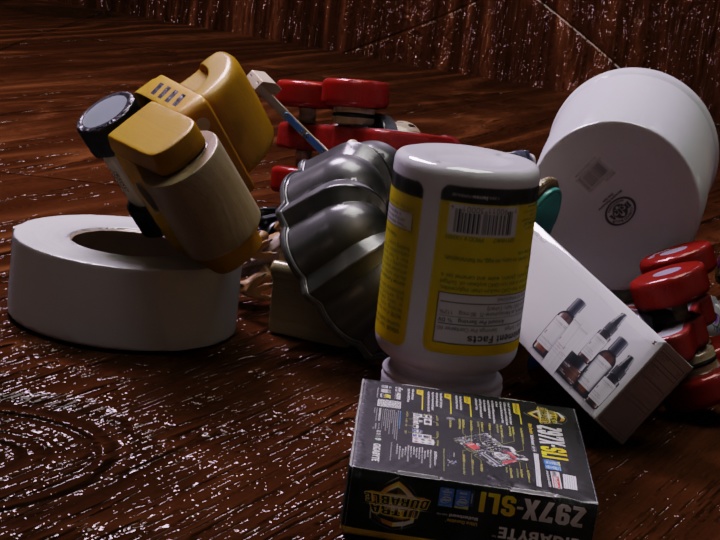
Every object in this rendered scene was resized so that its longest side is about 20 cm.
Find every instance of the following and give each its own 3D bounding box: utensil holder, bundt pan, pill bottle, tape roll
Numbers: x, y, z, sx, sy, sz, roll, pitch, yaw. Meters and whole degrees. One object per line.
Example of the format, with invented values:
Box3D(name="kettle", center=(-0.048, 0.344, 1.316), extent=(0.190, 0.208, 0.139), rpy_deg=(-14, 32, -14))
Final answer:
Box3D(name="utensil holder", center=(0.248, -0.086, 1.626), extent=(0.168, 0.172, 0.200), rpy_deg=(9, 21, 10))
Box3D(name="bundt pan", center=(0.027, -0.025, 1.464), extent=(0.075, 0.204, 0.201), rpy_deg=(-34, -12, 33))
Box3D(name="pill bottle", center=(0.070, 0.011, 1.327), extent=(0.113, 0.203, 0.114), rpy_deg=(7, 13, -2))
Box3D(name="tape roll", center=(-0.202, 0.008, 1.487), extent=(0.200, 0.072, 0.203), rpy_deg=(7, 14, -2))

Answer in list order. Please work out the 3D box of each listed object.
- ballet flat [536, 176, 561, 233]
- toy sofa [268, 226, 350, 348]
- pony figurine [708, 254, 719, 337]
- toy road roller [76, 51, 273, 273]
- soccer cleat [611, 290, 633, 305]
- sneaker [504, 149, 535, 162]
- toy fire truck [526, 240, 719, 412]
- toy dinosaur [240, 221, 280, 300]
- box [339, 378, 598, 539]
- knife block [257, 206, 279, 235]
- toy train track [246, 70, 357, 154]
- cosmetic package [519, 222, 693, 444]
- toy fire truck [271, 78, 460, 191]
Box3D(name="ballet flat", center=(0.123, -0.019, 1.516), extent=(0.070, 0.201, 0.065), rpy_deg=(-23, 56, -32))
Box3D(name="toy sofa", center=(0.000, 0.000, 1.571), extent=(0.082, 0.099, 0.199), rpy_deg=(12, 13, 25))
Box3D(name="pony figurine", center=(0.385, 0.010, 1.606), extent=(0.191, 0.202, 0.166), rpy_deg=(18, 1, -24))
Box3D(name="toy road roller", center=(-0.130, -0.102, 1.441), extent=(0.146, 0.124, 0.200), rpy_deg=(-39, 33, -14))
Box3D(name="soccer cleat", center=(0.214, 0.029, 1.617), extent=(0.198, 0.071, 0.086), rpy_deg=(2, 13, -22))
Box3D(name="sneaker", center=(0.174, -0.041, 1.734), extent=(0.201, 0.148, 0.077), rpy_deg=(17, 14, 34))
Box3D(name="toy fire truck", center=(0.229, 0.059, 1.469), extent=(0.166, 0.113, 0.200), rpy_deg=(-17, 7, 19))
Box3D(name="toy dinosaur", center=(-0.101, -0.007, 1.593), extent=(0.198, 0.061, 0.106), rpy_deg=(-27, 11, 6))
Box3D(name="box", center=(0.070, 0.130, 1.159), extent=(0.158, 0.050, 0.200), rpy_deg=(10, 13, 0))
Box3D(name="knife block", center=(-0.013, -0.025, 1.747), extent=(0.197, 0.065, 0.176), rpy_deg=(7, 14, -4))
Box3D(name="toy train track", center=(-0.032, -0.122, 1.562), extent=(0.200, 0.033, 0.115), rpy_deg=(42, 4, -43))
Box3D(name="cosmetic package", center=(0.170, 0.043, 1.378), extent=(0.051, 0.083, 0.200), rpy_deg=(41, 4, -41))
Box3D(name="toy fire truck", center=(0.011, -0.130, 1.746), extent=(0.166, 0.114, 0.199), rpy_deg=(1, 4, -36))
